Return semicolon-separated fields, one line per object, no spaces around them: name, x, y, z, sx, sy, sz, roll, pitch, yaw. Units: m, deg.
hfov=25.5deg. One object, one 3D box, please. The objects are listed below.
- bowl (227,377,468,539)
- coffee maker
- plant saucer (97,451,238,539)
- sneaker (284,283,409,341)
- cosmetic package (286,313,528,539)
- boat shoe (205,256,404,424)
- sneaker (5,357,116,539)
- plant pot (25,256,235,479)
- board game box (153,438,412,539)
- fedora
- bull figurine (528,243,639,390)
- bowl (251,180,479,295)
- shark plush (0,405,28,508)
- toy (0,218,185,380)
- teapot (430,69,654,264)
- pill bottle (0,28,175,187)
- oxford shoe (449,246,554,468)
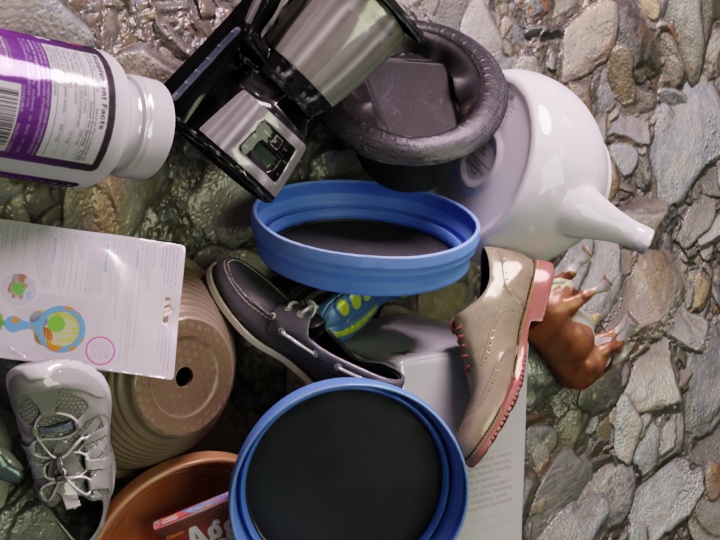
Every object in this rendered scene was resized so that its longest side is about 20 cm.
bowl;-0.011;0.182;1.319;0.199;0.039;0.202;-3;106;-9
coffee maker;-0.067;-0.172;1.353;0.135;0.192;0.200;43;90;-14
plant saucer;-0.153;0.247;1.390;0.199;0.032;0.201;-14;118;-27
sneaker;0.000;0.000;1.482;0.199;0.082;0.071;-33;141;-48
cosmetic package;0.041;0.158;1.483;0.166;0.167;0.201;-6;102;-39
boat shoe;-0.044;0.049;1.355;0.200;0.063;0.073;43;30;5
sneaker;-0.223;0.143;1.234;0.074;0.082;0.200;-11;140;0
plant pot;-0.172;0.083;1.336;0.200;0.092;0.202;-9;104;-40
board game box;-0.065;0.223;1.352;0.199;0.019;0.103;-22;105;-3
fedora;0.042;-0.140;1.451;0.200;0.200;0.092;-34;145;-32
bull figurine;0.216;0.049;1.673;0.121;0.065;0.200;-35;133;6
bowl;0.004;-0.030;1.391;0.200;0.200;0.040;-14;118;-39
shark plush;-0.333;0.119;1.224;0.083;0.091;0.200;-33;129;3
toy;-0.244;0.024;1.253;0.199;0.047;0.116;10;67;-16
teapot;0.164;-0.087;1.493;0.146;0.197;0.201;14;62;-32
pill bottle;-0.247;-0.124;1.225;0.199;0.111;0.112;7;92;-42
oxford shoe;0.107;0.073;1.389;0.074;0.070;0.201;21;66;-5
